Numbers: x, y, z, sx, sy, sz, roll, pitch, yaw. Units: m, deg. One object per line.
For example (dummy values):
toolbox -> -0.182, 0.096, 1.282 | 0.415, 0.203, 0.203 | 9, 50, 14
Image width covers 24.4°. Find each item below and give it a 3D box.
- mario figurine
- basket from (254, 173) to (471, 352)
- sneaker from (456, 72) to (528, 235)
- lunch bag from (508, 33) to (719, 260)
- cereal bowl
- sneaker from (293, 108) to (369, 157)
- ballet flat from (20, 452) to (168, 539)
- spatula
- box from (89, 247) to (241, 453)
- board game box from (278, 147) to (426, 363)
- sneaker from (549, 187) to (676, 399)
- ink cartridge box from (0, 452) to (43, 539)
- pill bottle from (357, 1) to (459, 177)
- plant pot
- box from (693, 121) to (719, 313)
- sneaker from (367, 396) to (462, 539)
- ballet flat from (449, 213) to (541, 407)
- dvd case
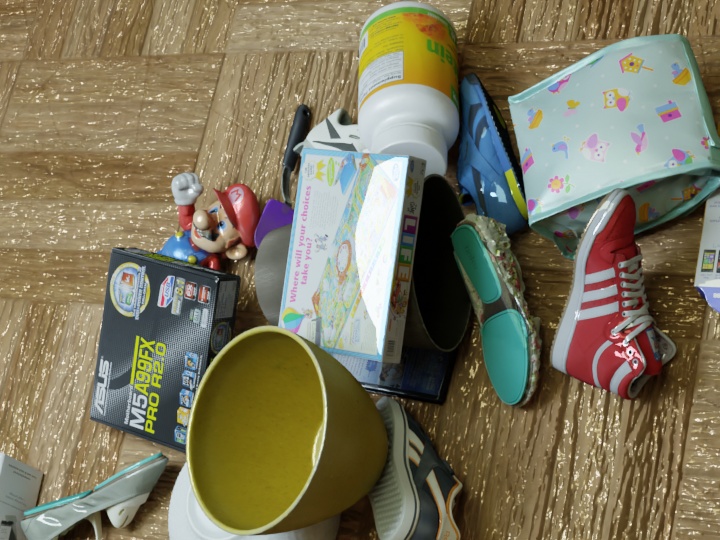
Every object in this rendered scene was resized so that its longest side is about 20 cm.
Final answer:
mario figurine -> -0.200, -0.030, 1.899 | 0.200, 0.124, 0.106 | -39, 11, 16
basket -> 0.000, 0.000, 1.743 | 0.198, 0.136, 0.183 | -5, 84, 31
sneaker -> 0.126, -0.124, 1.789 | 0.078, 0.066, 0.202 | -25, 59, 17
lunch bag -> 0.265, -0.130, 1.681 | 0.199, 0.122, 0.172 | -23, 56, 25
cereal bowl -> -0.123, 0.249, 1.750 | 0.198, 0.083, 0.202 | -11, 64, 24
sneaker -> 0.011, -0.115, 1.845 | 0.089, 0.074, 0.200 | -49, 55, 3
ballet flat -> -0.288, 0.266, 1.857 | 0.199, 0.067, 0.064 | -25, 86, 18
spatula -> -0.083, -0.105, 1.914 | 0.020, 0.056, 0.202 | -18, 52, 43
box -> -0.220, 0.088, 1.854 | 0.159, 0.044, 0.202 | 15, 100, 32
board game box -> -0.010, -0.017, 1.655 | 0.133, 0.034, 0.202 | 8, 90, 35
sneaker -> 0.259, 0.028, 1.608 | 0.112, 0.071, 0.202 | 29, 120, 32
ink cartridge box -> -0.463, 0.315, 1.908 | 0.145, 0.083, 0.202 | -2, 67, 29
pill bottle -> 0.052, -0.185, 1.807 | 0.110, 0.111, 0.202 | -17, 48, 21
plant pot -> -0.055, 0.168, 1.641 | 0.199, 0.141, 0.202 | -17, 66, 42
box -> 0.396, -0.047, 1.622 | 0.118, 0.041, 0.202 | 2, 72, 30
sneaker -> 0.051, 0.212, 1.679 | 0.079, 0.079, 0.201 | -57, 24, 28
ballet flat -> 0.151, 0.036, 1.695 | 0.075, 0.064, 0.202 | -19, 84, 44
dvd case -> 0.020, 0.061, 1.794 | 0.198, 0.018, 0.144 | 8, 73, 31
